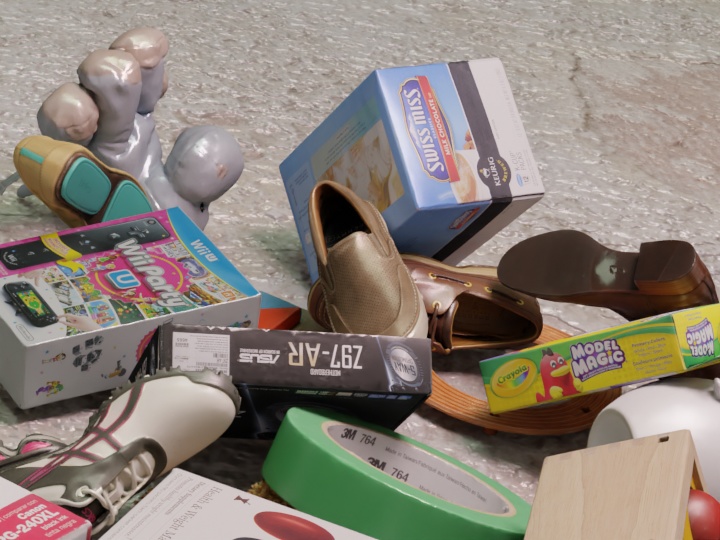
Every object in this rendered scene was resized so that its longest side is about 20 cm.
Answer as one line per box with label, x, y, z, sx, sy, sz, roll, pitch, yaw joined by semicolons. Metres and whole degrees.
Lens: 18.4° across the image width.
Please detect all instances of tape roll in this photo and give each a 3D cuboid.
tape roll;0.031;0.157;1.537;0.200;0.048;0.200;24;6;-3

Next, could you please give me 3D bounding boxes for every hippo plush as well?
hippo plush;-0.194;-0.092;1.915;0.161;0.200;0.159;42;3;5

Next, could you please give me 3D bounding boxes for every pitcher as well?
pitcher;0.281;0.120;1.649;0.199;0.172;0.121;0;33;-22

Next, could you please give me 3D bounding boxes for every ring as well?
ring;0.117;0.086;1.833;0.200;0.019;0.201;9;26;-5

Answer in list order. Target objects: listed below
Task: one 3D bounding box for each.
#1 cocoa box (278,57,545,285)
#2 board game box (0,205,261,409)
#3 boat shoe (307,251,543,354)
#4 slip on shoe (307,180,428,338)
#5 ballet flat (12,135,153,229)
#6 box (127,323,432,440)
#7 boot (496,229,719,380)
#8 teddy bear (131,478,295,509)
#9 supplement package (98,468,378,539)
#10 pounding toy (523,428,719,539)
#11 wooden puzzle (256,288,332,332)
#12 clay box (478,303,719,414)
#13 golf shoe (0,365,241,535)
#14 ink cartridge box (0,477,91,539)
cocoa box;0.039;-0.077;1.893;0.131;0.200;0.134;-7;72;-30
board game box;-0.200;0.026;1.729;0.199;0.064;0.148;-12;36;-30
boat shoe;0.057;0.031;1.819;0.199;0.072;0.068;3;24;-19
slip on shoe;0.000;0.000;1.731;0.076;0.061;0.200;-27;37;11
ballet flat;-0.224;-0.064;1.808;0.063;0.069;0.200;24;-12;21
box;-0.063;0.085;1.625;0.199;0.044;0.160;4;-19;-14
boot;0.226;0.051;1.817;0.186;0.200;0.064;5;58;34
teddy bear;-0.072;0.193;1.487;0.199;0.067;0.145;22;30;25
supplement package;-0.071;0.244;1.292;0.199;0.148;0.191;17;26;16
pounding toy;0.204;0.221;1.422;0.142;0.201;0.184;-13;20;18
wooden puzzle;-0.137;0.042;1.806;0.184;0.037;0.200;22;28;22
clay box;0.205;0.064;1.697;0.199;0.048;0.115;-17;-5;33
golf shoe;-0.168;0.137;1.510;0.199;0.077;0.088;-25;40;3
ink cartridge box;-0.270;0.185;1.337;0.199;0.146;0.083;23;29;25
